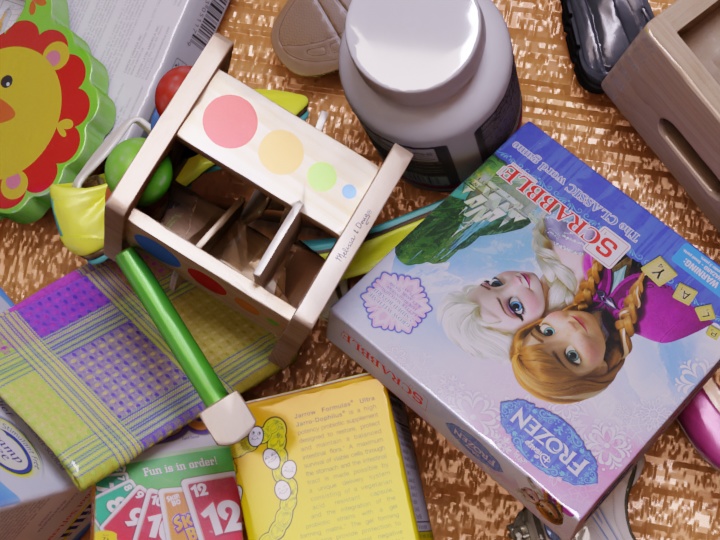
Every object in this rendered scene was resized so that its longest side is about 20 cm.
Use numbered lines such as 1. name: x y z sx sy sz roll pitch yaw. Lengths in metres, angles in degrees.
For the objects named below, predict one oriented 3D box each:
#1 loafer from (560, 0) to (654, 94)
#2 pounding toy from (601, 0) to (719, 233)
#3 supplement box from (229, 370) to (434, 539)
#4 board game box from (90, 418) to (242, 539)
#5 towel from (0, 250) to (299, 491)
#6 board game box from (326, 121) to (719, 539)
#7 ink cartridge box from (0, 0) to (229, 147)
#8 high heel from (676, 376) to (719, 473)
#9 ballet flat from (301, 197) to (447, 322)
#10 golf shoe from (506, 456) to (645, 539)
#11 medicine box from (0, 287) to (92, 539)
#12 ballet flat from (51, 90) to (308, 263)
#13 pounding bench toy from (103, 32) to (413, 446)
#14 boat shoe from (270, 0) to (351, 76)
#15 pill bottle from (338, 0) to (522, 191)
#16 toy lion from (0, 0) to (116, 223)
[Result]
1. loafer: 0.164 -0.222 1.036 0.070 0.068 0.203 -12 84 0
2. pounding toy: 0.269 -0.088 0.969 0.184 0.142 0.201 -37 84 -13
3. supplement box: -0.010 0.178 0.978 0.108 0.109 0.202 -13 79 6
4. board game box: -0.128 0.109 0.993 0.095 0.030 0.201 6 48 -16
5. towel: -0.149 0.052 0.998 0.143 0.023 0.199 41 47 20
6. board game box: 0.116 0.031 0.943 0.200 0.041 0.199 38 65 17
7. ink cartridge box: -0.204 -0.178 1.113 0.199 0.057 0.164 21 85 33
8. high heel: 0.237 0.076 0.971 0.199 0.067 0.097 30 95 15
9. ballet flat: 0.000 0.000 1.028 0.198 0.067 0.068 -15 93 1
10. golf shoe: 0.134 0.118 0.991 0.096 0.078 0.202 -15 86 -6
11. medicine box: -0.270 0.106 0.984 0.103 0.200 0.182 -46 77 16
12. ballet flat: -0.124 -0.084 1.024 0.199 0.067 0.067 -36 109 -19
13. pounding bench toy: -0.091 -0.013 0.913 0.155 0.124 0.201 31 73 -2
14. boat shoe: 0.025 -0.207 1.065 0.199 0.063 0.074 -35 92 6
15. pill bottle: 0.046 -0.125 0.970 0.110 0.200 0.112 -2 80 9
16. toy lion: -0.259 -0.136 1.072 0.190 0.069 0.202 6 78 20
